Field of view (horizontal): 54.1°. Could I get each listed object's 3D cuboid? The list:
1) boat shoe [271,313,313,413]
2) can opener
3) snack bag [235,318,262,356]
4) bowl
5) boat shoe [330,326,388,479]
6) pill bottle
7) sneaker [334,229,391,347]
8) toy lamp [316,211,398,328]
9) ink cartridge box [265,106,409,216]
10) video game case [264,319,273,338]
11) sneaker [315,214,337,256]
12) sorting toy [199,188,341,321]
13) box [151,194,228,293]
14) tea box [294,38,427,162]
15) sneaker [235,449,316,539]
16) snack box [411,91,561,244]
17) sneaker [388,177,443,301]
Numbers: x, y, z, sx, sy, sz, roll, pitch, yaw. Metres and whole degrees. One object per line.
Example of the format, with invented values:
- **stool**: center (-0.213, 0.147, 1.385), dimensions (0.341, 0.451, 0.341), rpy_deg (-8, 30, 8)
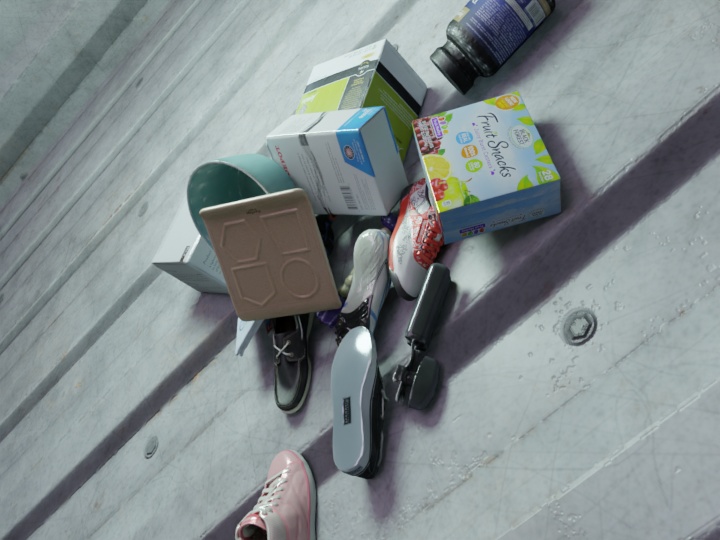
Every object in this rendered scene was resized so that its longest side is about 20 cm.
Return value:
- **boat shoe**: center (-0.120, 0.127, 1.138), dimensions (0.070, 0.068, 0.205), rpy_deg (-13, 59, 25)
- **can opener**: center (0.091, 0.091, 0.967), dimensions (0.065, 0.053, 0.205), rpy_deg (13, 71, 14)
- **snack bag**: center (-0.163, 0.022, 1.223), dimensions (0.202, 0.021, 0.190), rpy_deg (-57, 19, 21)
- **bowl**: center (-0.175, -0.108, 1.151), dimensions (0.198, 0.204, 0.105), rpy_deg (-12, 24, 41)
- **boat shoe**: center (0.006, 0.180, 0.969), dimensions (0.072, 0.068, 0.204), rpy_deg (-22, 54, 29)
- **pill bottle**: center (0.208, -0.388, 1.136), dimensions (0.200, 0.111, 0.113), rpy_deg (-45, 38, 12)
- **sneaker**: center (0.013, 0.041, 1.064), dimensions (0.071, 0.072, 0.206), rpy_deg (14, 92, 40)
- **toy lamp**: center (0.000, 0.000, 1.119), dimensions (0.202, 0.058, 0.058), rpy_deg (-55, 37, 0)
- **ink cartridge box**: center (-0.037, -0.173, 1.132), dimensions (0.196, 0.148, 0.084), rpy_deg (5, 39, 38)
- **video game case**: center (-0.136, 0.009, 1.291), dimensions (0.143, 0.017, 0.202), rpy_deg (-43, 39, 15)
- **sneaker**: center (-0.089, -0.072, 1.258), dimensions (0.077, 0.075, 0.203), rpy_deg (-19, 38, 37)
- **sorting toy**: center (-0.134, -0.020, 1.074), dimensions (0.180, 0.204, 0.037), rpy_deg (-8, 25, 22)
- **box**: center (-0.293, -0.071, 1.417), dimensions (0.198, 0.130, 0.203), rpy_deg (0, 62, 54)
- **tea box**: center (-0.012, -0.274, 1.273), dimensions (0.197, 0.133, 0.201), rpy_deg (-3, 60, 46)
- **sneaker**: center (-0.118, 0.324, 0.966), dimensions (0.075, 0.104, 0.203), rpy_deg (-37, 40, 23)
- **snack box**: center (0.171, -0.148, 0.983), dimensions (0.164, 0.068, 0.203), rpy_deg (-14, 49, 5)
- **sneaker**: center (0.105, -0.060, 1.039), dimensions (0.106, 0.067, 0.206), rpy_deg (-21, 46, 39)
